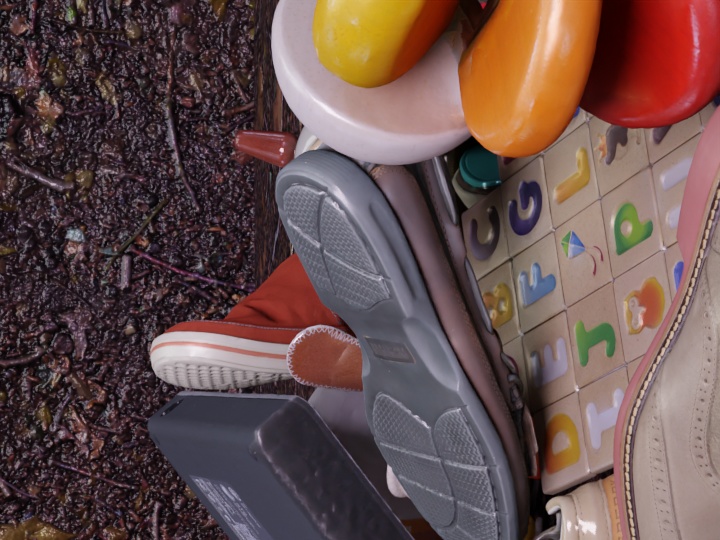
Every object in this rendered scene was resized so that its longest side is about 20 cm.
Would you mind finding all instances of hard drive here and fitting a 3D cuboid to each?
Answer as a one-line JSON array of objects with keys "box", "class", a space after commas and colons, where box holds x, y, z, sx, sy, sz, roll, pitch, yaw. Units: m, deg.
[{"box": [-0.027, 0.118, 0.881, 0.140, 0.033, 0.200, 53, 163, -9], "class": "hard drive"}]

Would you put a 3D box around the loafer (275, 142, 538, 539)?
[{"box": [0.034, 0.027, 0.730, 0.072, 0.063, 0.201, 16, 139, 45], "class": "loafer"}]

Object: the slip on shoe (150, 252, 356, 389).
[{"box": [-0.030, 0.021, 0.916, 0.200, 0.074, 0.062, -11, -89, -53], "class": "slip on shoe"}]

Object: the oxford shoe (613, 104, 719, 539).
[{"box": [0.122, 0.044, 0.573, 0.075, 0.070, 0.201, -118, 27, -62], "class": "oxford shoe"}]

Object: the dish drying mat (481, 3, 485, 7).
[{"box": [0.023, -0.084, 0.963, 0.200, 0.018, 0.077, -24, 41, 61], "class": "dish drying mat"}]

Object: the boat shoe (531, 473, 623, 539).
[{"box": [0.094, 0.134, 0.780, 0.200, 0.068, 0.075, 100, 167, -54], "class": "boat shoe"}]

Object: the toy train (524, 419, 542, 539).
[{"box": [0.089, 0.125, 0.904, 0.201, 0.055, 0.151, 83, -154, -50], "class": "toy train"}]

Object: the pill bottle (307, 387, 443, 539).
[{"box": [0.032, 0.148, 1.028, 0.112, 0.112, 0.201, -99, 1, -49], "class": "pill bottle"}]

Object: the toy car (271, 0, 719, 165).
[{"box": [0.070, -0.121, 0.634, 0.200, 0.149, 0.175, -60, -4, -36], "class": "toy car"}]

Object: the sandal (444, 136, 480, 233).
[{"box": [0.053, -0.023, 1.005, 0.054, 0.080, 0.201, 23, 128, 33], "class": "sandal"}]

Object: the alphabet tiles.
[{"box": [0.095, -0.012, 0.730, 0.200, 0.006, 0.167, -37, 54, 56], "class": "alphabet tiles"}]

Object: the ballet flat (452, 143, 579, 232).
[{"box": [0.087, -0.023, 0.860, 0.200, 0.069, 0.070, -135, 45, -79], "class": "ballet flat"}]

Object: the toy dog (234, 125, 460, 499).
[{"box": [0.000, 0.000, 0.849, 0.132, 0.096, 0.201, -20, -71, -65], "class": "toy dog"}]
